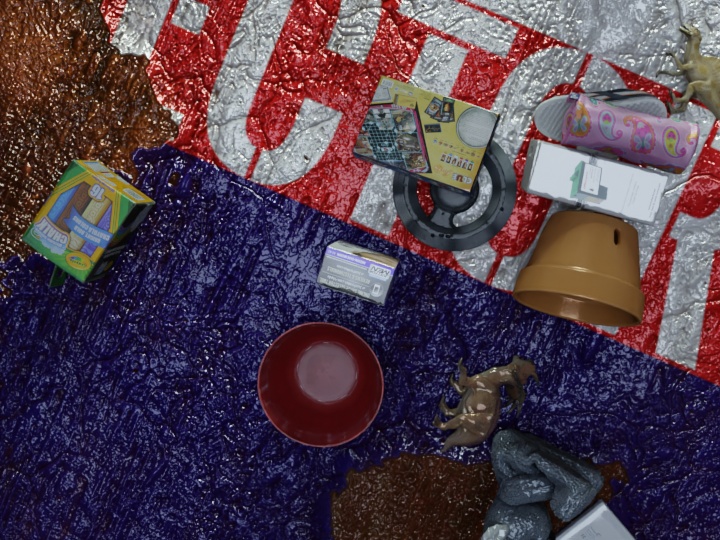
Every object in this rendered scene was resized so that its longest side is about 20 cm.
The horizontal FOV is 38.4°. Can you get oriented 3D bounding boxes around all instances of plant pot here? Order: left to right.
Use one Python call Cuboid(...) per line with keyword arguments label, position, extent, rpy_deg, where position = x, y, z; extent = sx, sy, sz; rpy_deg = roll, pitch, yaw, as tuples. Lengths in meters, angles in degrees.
Cuboid(label="plant pot", position=(0.346, -0.005, 1.597), extent=(0.199, 0.200, 0.140), rpy_deg=(14, 79, 3))

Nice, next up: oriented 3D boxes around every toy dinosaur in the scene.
Cuboid(label="toy dinosaur", position=(0.199, 0.221, 1.668), extent=(0.135, 0.086, 0.200), rpy_deg=(24, 94, 5))
Cuboid(label="toy dinosaur", position=(0.528, -0.285, 1.612), extent=(0.101, 0.058, 0.200), rpy_deg=(-24, 94, 5))

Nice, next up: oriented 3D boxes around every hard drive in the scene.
Cuboid(label="hard drive", position=(0.364, 0.492, 1.716), extent=(0.200, 0.025, 0.132), rpy_deg=(-40, 91, 7))

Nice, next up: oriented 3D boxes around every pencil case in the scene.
Cuboid(label="pencil case", position=(0.399, -0.206, 1.543), extent=(0.199, 0.087, 0.088), rpy_deg=(16, 97, 4))

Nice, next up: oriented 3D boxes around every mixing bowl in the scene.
Cuboid(label="mixing bowl", position=(-0.059, 0.174, 1.674), extent=(0.199, 0.108, 0.201), rpy_deg=(0, 96, 4))

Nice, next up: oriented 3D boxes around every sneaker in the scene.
Cuboid(label="sneaker", position=(0.371, -0.242, 1.618), extent=(0.199, 0.079, 0.079), rpy_deg=(1, 109, 7))

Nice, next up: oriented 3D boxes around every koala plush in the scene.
Cuboid(label="koala plush", position=(0.260, 0.376, 1.649), extent=(0.183, 0.177, 0.200), rpy_deg=(29, 98, 19))

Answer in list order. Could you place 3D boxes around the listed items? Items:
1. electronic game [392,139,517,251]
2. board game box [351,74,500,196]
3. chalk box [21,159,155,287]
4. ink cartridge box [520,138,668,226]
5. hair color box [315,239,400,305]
Cuboid(label="electronic game", position=(0.151, -0.131, 1.661), extent=(0.199, 0.042, 0.201), rpy_deg=(0, 88, 5))
Cuboid(label="board game box", position=(0.103, -0.213, 1.634), extent=(0.199, 0.035, 0.136), rpy_deg=(21, 85, 11))
Cuboid(label="chalk box", position=(-0.449, -0.064, 1.670), extent=(0.124, 0.125, 0.200), rpy_deg=(36, 96, 0))
Cuboid(label="ink cartridge box", position=(0.353, -0.138, 1.595), extent=(0.199, 0.146, 0.085), rpy_deg=(15, 98, 3))
Cuboid(label="hair color box", position=(0.000, 0.000, 1.606), extent=(0.109, 0.200, 0.065), rpy_deg=(18, 97, 2))
